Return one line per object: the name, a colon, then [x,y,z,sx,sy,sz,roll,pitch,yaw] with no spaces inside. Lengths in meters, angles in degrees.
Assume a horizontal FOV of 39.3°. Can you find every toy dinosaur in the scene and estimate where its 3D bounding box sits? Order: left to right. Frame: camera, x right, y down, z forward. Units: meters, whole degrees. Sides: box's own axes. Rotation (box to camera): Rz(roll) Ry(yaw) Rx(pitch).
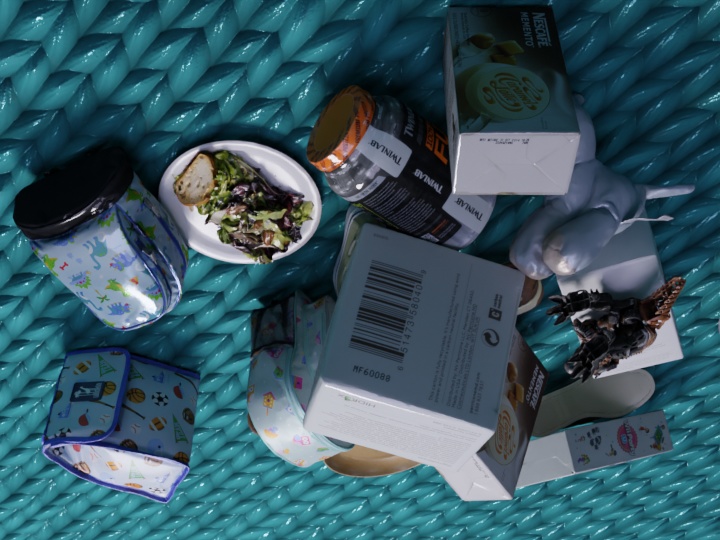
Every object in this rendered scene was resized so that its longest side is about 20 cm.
toy dinosaur: [0.293,0.062,1.160,0.134,0.102,0.201,0,127,-32]

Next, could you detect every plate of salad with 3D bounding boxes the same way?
plate of salad: [-0.146,-0.072,1.216,0.197,0.048,0.201,0,136,0]

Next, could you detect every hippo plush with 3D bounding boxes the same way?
hippo plush: [0.217,-0.096,1.093,0.199,0.159,0.162,-19,105,46]

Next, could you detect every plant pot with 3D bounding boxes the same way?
plant pot: [0.038,0.243,1.479,0.197,0.028,0.201,-10,142,-8]

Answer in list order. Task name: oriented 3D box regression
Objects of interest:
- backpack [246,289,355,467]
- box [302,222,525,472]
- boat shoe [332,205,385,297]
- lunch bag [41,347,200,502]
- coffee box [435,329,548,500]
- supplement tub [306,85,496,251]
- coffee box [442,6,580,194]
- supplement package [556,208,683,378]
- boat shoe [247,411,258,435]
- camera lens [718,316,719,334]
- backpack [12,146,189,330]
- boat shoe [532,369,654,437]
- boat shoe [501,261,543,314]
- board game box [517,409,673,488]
backpack: [-0.061,0.146,1.319,0.152,0.202,0.176,-17,134,29]
box: [0.058,0.093,1.143,0.198,0.201,0.172,17,152,-3]
boat shoe: [0.000,0.000,1.277,0.071,0.063,0.201,1,137,0]
lunch bag: [-0.336,0.208,1.420,0.198,0.171,0.124,20,130,-18]
coffee box: [0.165,0.181,1.313,0.079,0.201,0.115,-12,128,39]
supplement tub: [0.045,-0.111,1.119,0.199,0.123,0.122,30,129,-28]
coffee box: [0.143,-0.171,0.998,0.113,0.202,0.080,1,138,0]
supplement package: [0.316,0.018,1.251,0.118,0.122,0.201,-15,135,17]
boat shoe: [-0.067,0.200,1.496,0.200,0.076,0.075,-6,172,-3]
camera lens: [0.557,0.116,1.292,0.158,0.201,0.161,1,137,1]
backpack: [-0.295,-0.026,1.213,0.162,0.155,0.200,-19,144,15]
boat shoe: [0.329,0.189,1.473,0.198,0.073,0.060,-22,175,8]
boat shoe: [0.131,0.043,1.298,0.201,0.075,0.075,-29,148,14]
board game box: [0.326,0.257,1.454,0.198,0.065,0.147,-4,164,-33]
